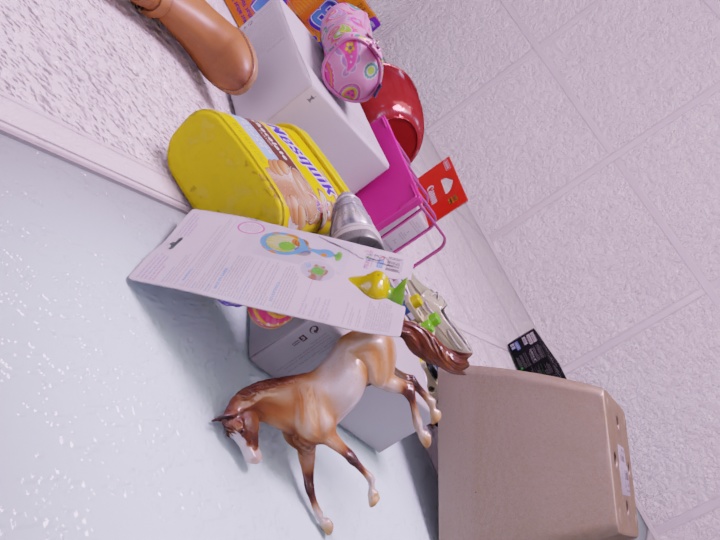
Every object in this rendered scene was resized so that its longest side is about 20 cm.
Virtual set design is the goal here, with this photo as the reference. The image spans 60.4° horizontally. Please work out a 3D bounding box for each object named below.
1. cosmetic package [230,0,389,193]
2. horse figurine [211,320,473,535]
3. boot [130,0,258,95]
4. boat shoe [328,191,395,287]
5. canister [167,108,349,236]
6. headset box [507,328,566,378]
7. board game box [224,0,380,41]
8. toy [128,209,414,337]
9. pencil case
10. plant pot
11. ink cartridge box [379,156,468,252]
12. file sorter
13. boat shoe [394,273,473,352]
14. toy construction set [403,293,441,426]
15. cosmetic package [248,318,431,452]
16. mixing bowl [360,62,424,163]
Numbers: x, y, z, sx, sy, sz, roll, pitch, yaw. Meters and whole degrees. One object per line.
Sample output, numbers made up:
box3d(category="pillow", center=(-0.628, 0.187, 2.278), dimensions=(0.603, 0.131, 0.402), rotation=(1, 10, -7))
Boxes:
box3d(category="cosmetic package", center=(-0.080, -0.228, 0.873), dimensions=(0.199, 0.122, 0.203), rotation=(36, 25, -50))
box3d(category="horse figurine", center=(-0.003, 0.102, 0.485), dimensions=(0.134, 0.199, 0.050), rotation=(56, -24, -7))
box3d(category="boot", center=(-0.208, -0.297, 0.700), dimensions=(0.203, 0.076, 0.155), rotation=(59, 15, 12))
box3d(category="boat shoe", center=(-0.002, 0.000, 0.678), dimensions=(0.204, 0.072, 0.066), rotation=(77, 0, -58))
box3d(category="canister", center=(-0.093, -0.087, 0.641), dimensions=(0.150, 0.086, 0.200), rotation=(53, 18, 5))
box3d(category="headset box", center=(0.509, 0.295, 1.701), dimensions=(0.200, 0.092, 0.176), rotation=(47, 19, -34))
box3d(category="board game box", center=(-0.115, -0.499, 1.120), dimensions=(0.203, 0.197, 0.199), rotation=(60, 17, 12))
box3d(category="toy", center=(-0.060, 0.012, 0.478), dimensions=(0.116, 0.194, 0.048), rotation=(-70, 168, -59))
box3d(category="pencil case", center=(-0.013, -0.298, 0.838), dimensions=(0.088, 0.086, 0.202), rotation=(47, 19, -29))
box3d(category="plant pot", center=(0.204, 0.218, 0.691), dimensions=(0.199, 0.173, 0.206), rotation=(35, 50, -52))
box3d(category="ink cartridge box", center=(0.101, -0.138, 1.149), dimensions=(0.044, 0.172, 0.202), rotation=(46, 19, -27))
box3d(category="file sorter", center=(0.032, -0.104, 0.960), dimensions=(0.125, 0.137, 0.203), rotation=(44, 21, -44))
box3d(category="boat shoe", center=(0.115, 0.067, 1.017), dimensions=(0.203, 0.061, 0.072), rotation=(59, 17, 8))
box3d(category="toy construction set", center=(0.105, 0.131, 0.847), dimensions=(0.200, 0.092, 0.132), rotation=(43, 19, -10))
box3d(category="cosmetic package", center=(-0.015, 0.075, 0.598), dimensions=(0.200, 0.080, 0.114), rotation=(47, 19, -36))
box3d(category="mixing bowl", center=(0.035, -0.238, 1.062), dimensions=(0.200, 0.199, 0.109), rotation=(42, 10, -40))
